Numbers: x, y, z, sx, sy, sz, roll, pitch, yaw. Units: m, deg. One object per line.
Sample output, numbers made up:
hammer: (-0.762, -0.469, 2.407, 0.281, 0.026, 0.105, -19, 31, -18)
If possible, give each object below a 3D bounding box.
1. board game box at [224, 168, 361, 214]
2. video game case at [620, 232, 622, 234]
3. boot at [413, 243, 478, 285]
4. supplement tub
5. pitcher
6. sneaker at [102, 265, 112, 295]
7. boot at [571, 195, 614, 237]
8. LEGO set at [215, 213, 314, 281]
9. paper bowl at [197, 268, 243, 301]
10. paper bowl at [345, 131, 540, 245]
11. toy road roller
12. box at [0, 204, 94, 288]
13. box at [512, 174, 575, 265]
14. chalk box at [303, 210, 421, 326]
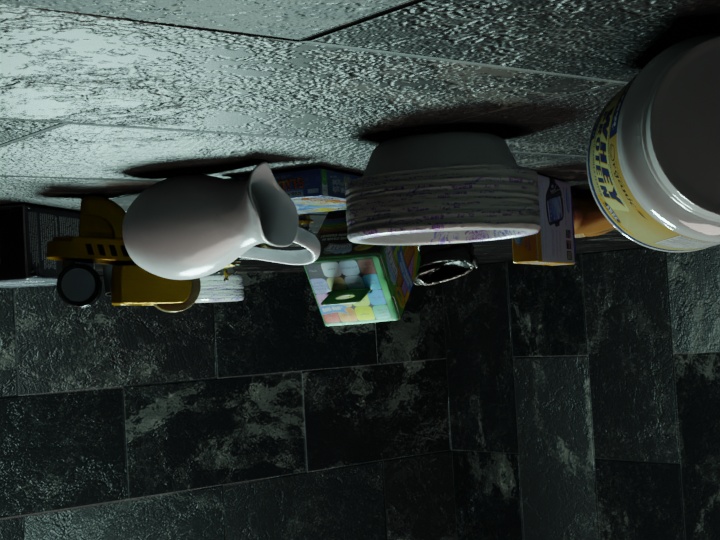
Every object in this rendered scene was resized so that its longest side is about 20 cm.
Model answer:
board game box: (-0.065, -0.098, 1.561, 0.135, 0.035, 0.200, -4, 177, 25)
video game case: (0.446, -0.096, 1.604, 0.181, 0.036, 0.200, -5, -165, 28)
boot: (0.105, -0.034, 1.993, 0.200, 0.069, 0.174, -14, -152, 25)
supplement tub: (0.248, -0.089, 0.896, 0.144, 0.145, 0.200, -3, 177, 1)
pitcher: (-0.161, -0.043, 1.455, 0.200, 0.121, 0.172, -10, 143, 29)
sneaker: (-0.472, 0.000, 2.484, 0.075, 0.106, 0.200, -4, 177, 13)
boot: (0.379, -0.097, 1.944, 0.154, 0.074, 0.200, -11, 176, 6)
LEGO set: (-0.151, -0.044, 1.721, 0.153, 0.116, 0.200, -4, 178, 11)
paper bowl: (-0.395, 0.029, 3.121, 0.200, 0.105, 0.201, -4, 178, 0)
paper bowl: (0.083, -0.084, 1.282, 0.200, 0.105, 0.201, -3, 178, 0)
toy road roller: (-0.311, -0.021, 1.636, 0.200, 0.146, 0.123, 3, 177, -11)
box: (-0.488, -0.031, 1.763, 0.148, 0.105, 0.200, -4, 178, 14)
box: (0.256, -0.068, 1.725, 0.041, 0.119, 0.200, -4, 177, 23)
chalk box: (0.000, 0.000, 1.843, 0.125, 0.124, 0.200, -4, -145, 22)
